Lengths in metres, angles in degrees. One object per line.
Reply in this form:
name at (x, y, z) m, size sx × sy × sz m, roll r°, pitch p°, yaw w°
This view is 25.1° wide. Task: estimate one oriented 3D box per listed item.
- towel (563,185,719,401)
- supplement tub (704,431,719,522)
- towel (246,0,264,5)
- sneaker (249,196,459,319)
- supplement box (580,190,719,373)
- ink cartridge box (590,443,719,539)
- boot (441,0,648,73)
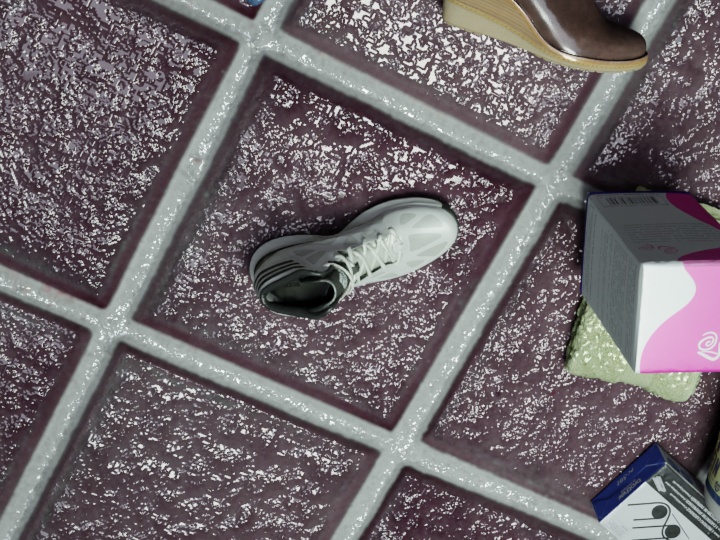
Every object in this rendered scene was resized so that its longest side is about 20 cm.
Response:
towel at (0.286, 0.025, 1.549) m, size 0.148 × 0.037 × 0.201 m, roll 15°, pitch 110°, yaw -11°
supplement tub at (0.423, 0.155, 1.559) m, size 0.144 × 0.145 × 0.201 m, roll 7°, pitch 112°, yaw -9°
towel at (-0.110, -0.330, 1.349) m, size 0.111 × 0.049 × 0.200 m, roll -34°, pitch 112°, yaw 8°
sneaker at (0.000, 0.000, 1.463) m, size 0.199 × 0.115 × 0.076 m, roll -17°, pitch 114°, yaw 1°
supplement box at (0.264, 0.006, 1.413) m, size 0.101 × 0.200 × 0.104 m, roll 0°, pitch 108°, yaw -5°
ink cartridge box at (0.338, 0.274, 1.655) m, size 0.200 × 0.044 × 0.094 m, roll 40°, pitch 105°, yaw -20°
boot at (0.178, -0.268, 1.393) m, size 0.199 × 0.072 × 0.167 m, roll 15°, pitch 112°, yaw -8°
